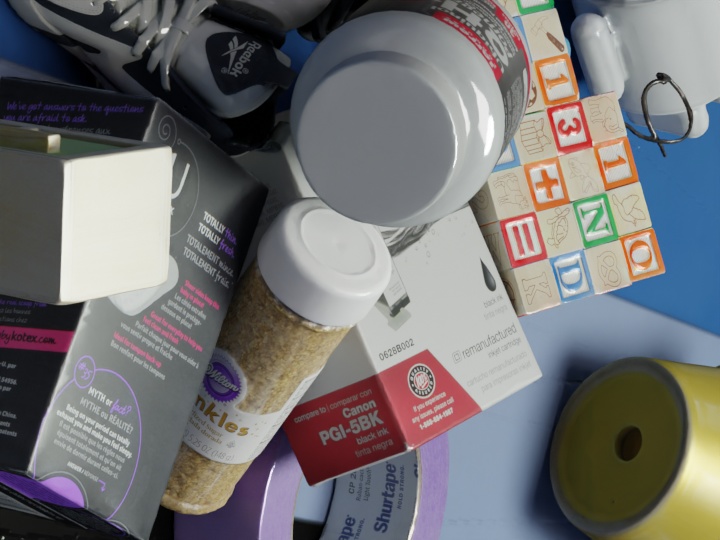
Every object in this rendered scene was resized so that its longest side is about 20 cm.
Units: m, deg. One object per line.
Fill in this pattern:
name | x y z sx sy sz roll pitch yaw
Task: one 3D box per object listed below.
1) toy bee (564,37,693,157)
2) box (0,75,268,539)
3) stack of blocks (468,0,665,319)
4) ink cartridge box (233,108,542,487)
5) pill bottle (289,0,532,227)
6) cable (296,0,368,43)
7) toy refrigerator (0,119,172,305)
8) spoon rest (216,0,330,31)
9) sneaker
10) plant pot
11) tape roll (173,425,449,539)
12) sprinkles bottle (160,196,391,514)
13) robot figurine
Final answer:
toy bee | 0.095 -0.101 1.730 0.200 0.108 0.131 36 61 -23
box | -0.145 0.019 1.382 0.122 0.106 0.201 40 65 -55
stack of blocks | 0.097 -0.077 1.627 0.115 0.058 0.201 -16 90 -35
ink cartridge box | 0.000 0.000 1.543 0.147 0.083 0.201 -25 92 -51
pill bottle | 0.025 -0.085 1.408 0.200 0.110 0.112 -55 147 -72
cable | 0.035 -0.201 1.556 0.051 0.163 0.200 48 54 -16
toy refrigerator | -0.185 -0.037 1.223 0.076 0.199 0.070 -11 108 -54
spoon rest | -0.035 -0.168 1.424 0.099 0.200 0.061 21 74 -28
sneaker | -0.097 -0.126 1.396 0.080 0.129 0.200 -55 139 -33
plant pot | 0.243 0.149 1.939 0.188 0.200 0.202 24 78 -41
tape roll | -0.026 0.136 1.631 0.200 0.065 0.202 -22 117 -52
sprinkles bottle | -0.057 0.049 1.461 0.068 0.068 0.200 -31 162 -49
robot figurine | 0.200 -0.186 1.839 0.170 0.112 0.201 -49 136 -33
